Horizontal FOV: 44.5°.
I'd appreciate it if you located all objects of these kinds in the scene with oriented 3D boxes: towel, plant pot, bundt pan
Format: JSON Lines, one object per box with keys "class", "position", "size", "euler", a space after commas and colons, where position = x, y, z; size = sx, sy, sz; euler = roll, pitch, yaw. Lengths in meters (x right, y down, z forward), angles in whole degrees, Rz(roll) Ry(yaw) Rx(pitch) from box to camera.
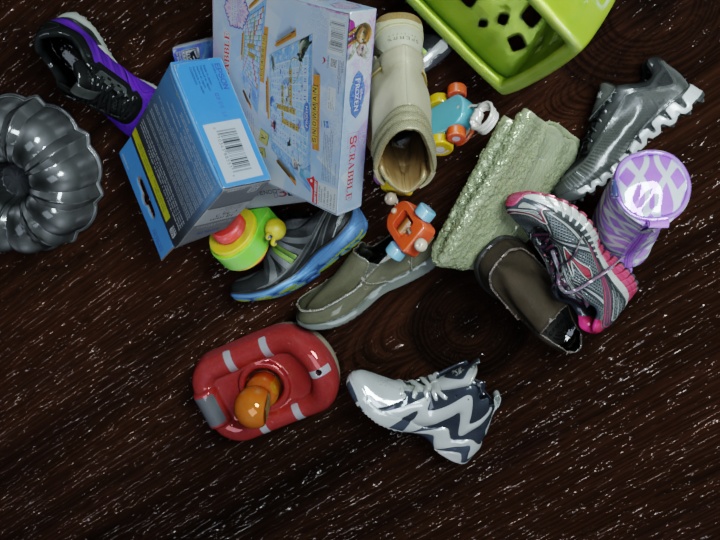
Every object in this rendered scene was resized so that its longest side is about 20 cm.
{"class": "towel", "position": [0.169, -0.081, 1.007], "size": [0.147, 0.036, 0.201], "euler": [10, 116, -47]}
{"class": "plant pot", "position": [0.162, -0.323, 0.873], "size": [0.199, 0.200, 0.182], "euler": [42, 80, -9]}
{"class": "bundt pan", "position": [-0.423, -0.111, 1.080], "size": [0.199, 0.076, 0.205], "euler": [2, 109, 5]}

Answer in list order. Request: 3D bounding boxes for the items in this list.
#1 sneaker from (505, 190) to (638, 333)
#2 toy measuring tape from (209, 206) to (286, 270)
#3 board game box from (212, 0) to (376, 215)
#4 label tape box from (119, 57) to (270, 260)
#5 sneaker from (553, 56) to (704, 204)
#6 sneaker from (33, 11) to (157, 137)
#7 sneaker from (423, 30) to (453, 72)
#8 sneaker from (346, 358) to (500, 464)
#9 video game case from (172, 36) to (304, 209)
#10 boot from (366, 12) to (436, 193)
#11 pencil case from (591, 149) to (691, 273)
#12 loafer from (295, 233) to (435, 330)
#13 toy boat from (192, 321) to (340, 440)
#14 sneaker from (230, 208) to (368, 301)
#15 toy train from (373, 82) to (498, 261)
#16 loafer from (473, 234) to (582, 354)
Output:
{"class": "sneaker", "position": [0.230, -0.012, 0.976], "size": [0.200, 0.080, 0.075], "euler": [43, 77, -19]}
{"class": "toy measuring tape", "position": [-0.176, -0.031, 1.057], "size": [0.198, 0.074, 0.075], "euler": [-7, 110, 27]}
{"class": "board game box", "position": [-0.075, -0.184, 0.903], "size": [0.198, 0.041, 0.203], "euler": [27, 124, 35]}
{"class": "label tape box", "position": [-0.187, -0.117, 0.968], "size": [0.200, 0.063, 0.146], "euler": [-35, 76, 54]}
{"class": "sneaker", "position": [0.283, -0.162, 0.993], "size": [0.200, 0.066, 0.091], "euler": [-41, 94, 6]}
{"class": "sneaker", "position": [-0.298, -0.208, 1.018], "size": [0.200, 0.100, 0.070], "euler": [43, 110, -9]}
{"class": "sneaker", "position": [0.012, -0.242, 0.991], "size": [0.198, 0.072, 0.084], "euler": [-22, 105, 13]}
{"class": "sneaker", "position": [0.090, 0.148, 1.117], "size": [0.198, 0.080, 0.130], "euler": [32, 108, -6]}
{"class": "video game case", "position": [-0.110, -0.175, 1.010], "size": [0.179, 0.045, 0.203], "euler": [-4, 110, 29]}
{"class": "boot", "position": [0.037, -0.141, 0.915], "size": [0.072, 0.157, 0.201], "euler": [0, 151, -7]}
{"class": "pencil case", "position": [0.301, -0.060, 0.960], "size": [0.083, 0.200, 0.087], "euler": [-12, 76, 5]}
{"class": "loafer", "position": [0.000, 0.000, 1.074], "size": [0.198, 0.075, 0.070], "euler": [-31, 118, 5]}
{"class": "toy boat", "position": [-0.123, 0.153, 1.112], "size": [0.198, 0.131, 0.132], "euler": [-23, 106, 13]}
{"class": "sneaker", "position": [-0.081, -0.027, 1.087], "size": [0.199, 0.071, 0.083], "euler": [-36, 81, 19]}
{"class": "toy train", "position": [0.089, -0.110, 1.005], "size": [0.055, 0.151, 0.201], "euler": [23, 109, -38]}
{"class": "loafer", "position": [0.209, 0.031, 1.032], "size": [0.073, 0.071, 0.200], "euler": [-49, 126, 4]}
